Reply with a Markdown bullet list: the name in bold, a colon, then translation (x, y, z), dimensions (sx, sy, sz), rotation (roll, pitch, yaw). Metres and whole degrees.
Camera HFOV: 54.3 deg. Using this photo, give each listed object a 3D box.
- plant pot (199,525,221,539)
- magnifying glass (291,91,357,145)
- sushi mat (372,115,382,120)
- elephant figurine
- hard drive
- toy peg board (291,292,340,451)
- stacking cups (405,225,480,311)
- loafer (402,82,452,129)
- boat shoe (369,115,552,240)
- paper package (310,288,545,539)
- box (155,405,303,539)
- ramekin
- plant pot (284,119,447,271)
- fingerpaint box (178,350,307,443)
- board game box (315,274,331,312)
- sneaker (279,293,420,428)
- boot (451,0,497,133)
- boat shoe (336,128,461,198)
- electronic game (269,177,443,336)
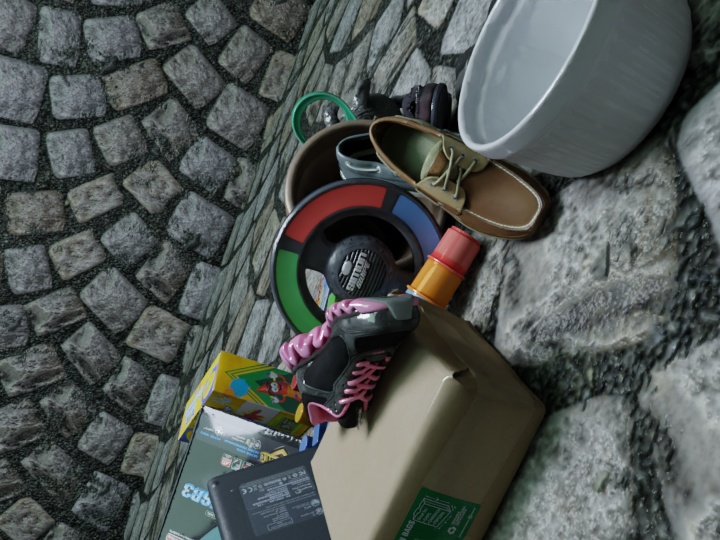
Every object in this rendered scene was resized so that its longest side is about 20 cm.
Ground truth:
- **plant pot**: translation (-0.129, 0.377, 0.774), dimensions (0.162, 0.200, 0.200), rotation (-60, 12, -27)
- **magnifying glass**: translation (-0.001, -0.175, 0.957), dimensions (0.080, 0.199, 0.022), rotation (-61, 18, 12)
- **sushi mat**: translation (0.019, -0.115, 1.012), dimensions (0.012, 0.095, 0.201), rotation (45, 115, 55)
- **elephant figurine**: translation (0.009, -0.211, 1.058), dimensions (0.200, 0.140, 0.157), rotation (-116, 32, -85)
- **hard drive**: translation (-0.071, 0.273, 0.728), dimensions (0.200, 0.138, 0.033), rotation (-133, 36, -56)
- **toy peg board**: translation (-0.028, 0.139, 0.870), dimensions (0.200, 0.097, 0.201), rotation (-51, 25, 46)
- **stacking cups**: translation (0.056, 0.045, 0.745), dimensions (0.201, 0.060, 0.060), rotation (-59, 18, -2)
- **loafer**: translation (0.076, -0.193, 0.863), dimensions (0.200, 0.062, 0.073), rotation (-46, -38, -74)
- **boat shoe**: translation (0.084, -0.092, 0.673), dimensions (0.199, 0.074, 0.076), rotation (32, 102, 32)
- **paper package**: translation (0.049, 0.149, 0.624), dimensions (0.202, 0.103, 0.191), rotation (-65, 18, 12)
- **box**: translation (-0.162, 0.310, 0.962), dimensions (0.050, 0.198, 0.200), rotation (41, -115, -63)
- **ramekin**: translation (0.178, -0.175, 0.587), dimensions (0.201, 0.104, 0.201), rotation (-57, 22, 38)
- **plant pot**: translation (-0.002, -0.063, 0.904), dimensions (0.175, 0.198, 0.202), rotation (111, 173, -69)
- **fingerpaint box**: translation (-0.180, 0.223, 1.118), dimensions (0.200, 0.165, 0.074), rotation (-51, 25, 46)
- **board game box**: translation (-0.051, 0.064, 1.092), dimensions (0.135, 0.034, 0.202), rotation (134, 152, -70)
- **sneaker**: translation (-0.004, 0.083, 0.601), dimensions (0.200, 0.078, 0.096), rotation (-42, 55, 56)
- **boot**: translation (0.154, -0.210, 0.777), dimensions (0.200, 0.069, 0.133), rotation (121, 161, -69)
- **boat shoe**: translation (0.065, -0.123, 0.764), dimensions (0.198, 0.062, 0.073), rotation (-1, 58, 25)
- **electronic game**: translation (0.000, 0.000, 0.768), dimensions (0.042, 0.198, 0.202), rotation (-122, 54, -75)
